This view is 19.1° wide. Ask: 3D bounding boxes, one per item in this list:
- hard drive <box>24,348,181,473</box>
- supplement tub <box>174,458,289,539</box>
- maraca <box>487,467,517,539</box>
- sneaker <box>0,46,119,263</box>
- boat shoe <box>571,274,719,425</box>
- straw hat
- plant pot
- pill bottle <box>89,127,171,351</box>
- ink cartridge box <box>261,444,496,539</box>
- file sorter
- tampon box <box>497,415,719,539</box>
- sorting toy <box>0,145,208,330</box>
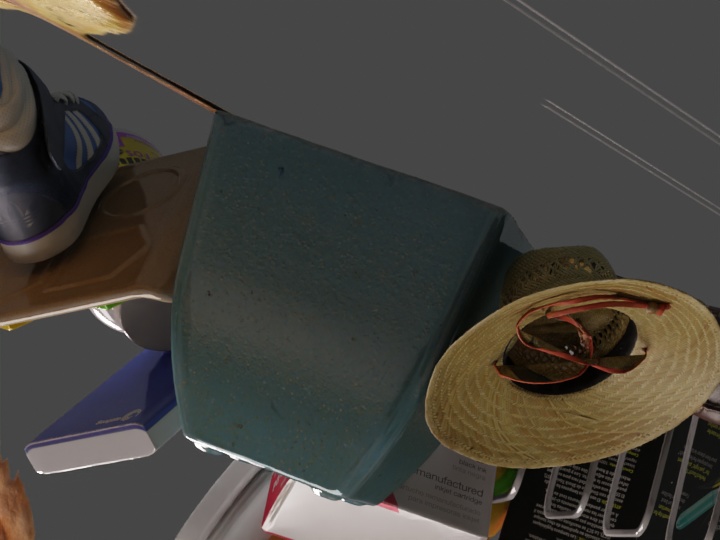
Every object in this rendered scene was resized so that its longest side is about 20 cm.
[{"bbox_3d":[-0.129,0.073,1.511,0.131,0.200,0.026,-14,109,43],"label":"hard drive"},{"bbox_3d":[-0.030,0.231,1.561,0.199,0.145,0.145,36,178,8],"label":"supplement tub"},{"bbox_3d":[0.059,0.169,1.739,0.108,0.136,0.200,68,168,-14],"label":"maraca"},{"bbox_3d":[-0.228,-0.112,1.445,0.080,0.147,0.201,-15,-151,12],"label":"sneaker"},{"bbox_3d":[0.201,0.052,1.361,0.199,0.071,0.070,18,179,30],"label":"boat shoe"},{"bbox_3d":[0.124,0.032,1.303,0.199,0.086,0.202,-7,145,-5],"label":"straw hat"},{"bbox_3d":[-0.017,0.039,1.374,0.195,0.202,0.196,20,176,13],"label":"plant pot"},{"bbox_3d":[-0.166,-0.021,1.578,0.104,0.105,0.200,23,-163,-31],"label":"pill bottle"},{"bbox_3d":[0.023,0.107,1.529,0.144,0.201,0.085,20,138,-9],"label":"ink cartridge box"},{"bbox_3d":[0.199,0.127,1.504,0.198,0.126,0.139,16,170,-4],"label":"file sorter"},{"bbox_3d":[0.222,0.155,1.689,0.126,0.202,0.149,17,174,41],"label":"tampon box"},{"bbox_3d":[-0.188,-0.015,1.450,0.198,0.037,0.186,-7,-149,20],"label":"sorting toy"}]
